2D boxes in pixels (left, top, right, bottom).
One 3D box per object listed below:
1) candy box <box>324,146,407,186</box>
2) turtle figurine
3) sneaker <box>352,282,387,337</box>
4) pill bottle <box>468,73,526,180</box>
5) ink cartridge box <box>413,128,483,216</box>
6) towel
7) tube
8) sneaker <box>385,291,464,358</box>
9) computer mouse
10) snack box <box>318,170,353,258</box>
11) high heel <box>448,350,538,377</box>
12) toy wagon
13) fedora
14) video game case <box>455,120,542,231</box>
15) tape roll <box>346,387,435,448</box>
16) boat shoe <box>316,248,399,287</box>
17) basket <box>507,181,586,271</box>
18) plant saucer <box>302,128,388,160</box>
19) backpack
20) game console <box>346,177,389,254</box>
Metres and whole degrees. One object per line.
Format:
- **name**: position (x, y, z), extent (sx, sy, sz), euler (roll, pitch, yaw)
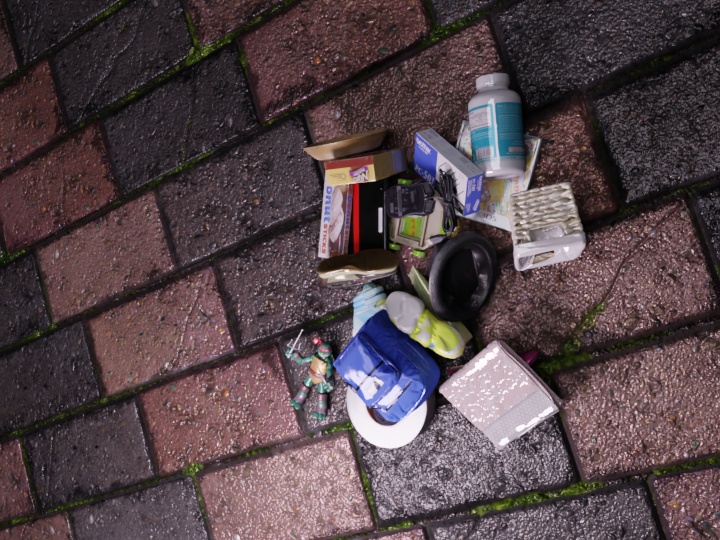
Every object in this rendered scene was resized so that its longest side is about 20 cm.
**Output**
- **candy box**: position (0.016, -0.229, 1.582), extent (0.114, 0.200, 0.058), euler (-3, 101, 24)
- **turtle figurine**: position (-0.103, 0.242, 1.709), extent (0.149, 0.100, 0.204), euler (29, 119, 37)
- **sneaker**: position (0.064, 0.085, 1.636), extent (0.196, 0.079, 0.134), euler (-7, 90, 24)
- **pill bottle**: position (0.277, -0.292, 1.481), extent (0.109, 0.110, 0.205), euler (-4, 90, 25)
- **ink cartridge box**: position (0.182, -0.209, 1.524), extent (0.201, 0.044, 0.095), euler (52, 151, 42)
- **towel**: position (0.286, 0.261, 1.504), extent (0.191, 0.032, 0.200), euler (44, 127, 1)
- **tube**: position (0.169, 0.079, 1.596), extent (0.201, 0.052, 0.058), euler (54, 126, 13)
- **sneaker**: position (0.136, 0.125, 1.531), extent (0.199, 0.105, 0.076), euler (40, 84, 27)
- **computer mouse**: position (0.135, -0.123, 1.538), extent (0.198, 0.045, 0.144), euler (-10, 87, 48)
- **snack box**: position (-0.056, -0.128, 1.677), extent (0.071, 0.024, 0.205), euler (9, 97, 35)
- **high heel**: position (0.279, 0.204, 1.539), extent (0.199, 0.067, 0.097), euler (-40, 86, 24)
- **toy wagon**: position (0.136, -0.112, 1.603), extent (0.197, 0.039, 0.158), euler (17, 104, 31)
- **fedora**: position (0.199, 0.004, 1.539), extent (0.091, 0.198, 0.204), euler (33, 107, 52)
- **video game case**: position (0.277, -0.203, 1.558), extent (0.179, 0.023, 0.204), euler (18, 99, 24)
- **tape roll**: position (0.069, 0.294, 1.646), extent (0.197, 0.066, 0.205), euler (0, 91, 26)
- **boat shoe**: position (0.000, 0.000, 1.629), extent (0.196, 0.074, 0.065), euler (-3, 134, 26)
- **basket**: position (0.357, -0.083, 1.420), extent (0.133, 0.200, 0.126), euler (-11, 80, 10)
- **plant saucer**: position (-0.029, -0.278, 1.612), extent (0.197, 0.200, 0.036), euler (-7, 104, 25)
- **backpack**: position (0.053, 0.216, 1.525), extent (0.200, 0.167, 0.163), euler (44, 120, 10)
- **game console**: position (-0.006, -0.114, 1.677), extent (0.174, 0.031, 0.205), euler (1, 92, 34)
